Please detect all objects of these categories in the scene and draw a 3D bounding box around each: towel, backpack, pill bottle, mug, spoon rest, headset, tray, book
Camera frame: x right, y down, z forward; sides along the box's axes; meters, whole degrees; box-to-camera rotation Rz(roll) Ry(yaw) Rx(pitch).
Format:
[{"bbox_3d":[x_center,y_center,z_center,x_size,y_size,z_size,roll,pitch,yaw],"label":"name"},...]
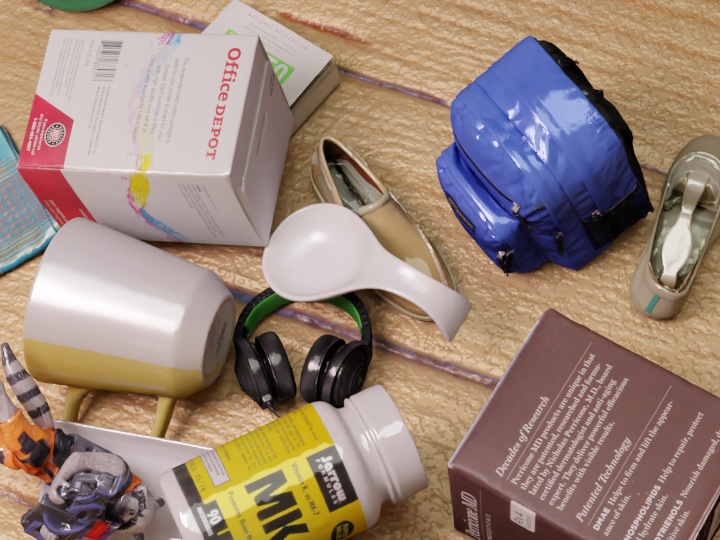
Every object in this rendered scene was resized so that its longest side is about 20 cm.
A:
[{"bbox_3d":[-0.394,-0.040,1.820,0.200,0.022,0.147,-30,65,-9],"label":"towel"},{"bbox_3d":[0.158,-0.093,1.698,0.168,0.200,0.163,-41,67,-5],"label":"backpack"},{"bbox_3d":[-0.054,0.177,1.578,0.200,0.114,0.114,-25,65,-7],"label":"pill bottle"},{"bbox_3d":[-0.195,0.057,1.701,0.153,0.187,0.150,13,40,12],"label":"mug"},{"bbox_3d":[0.000,0.000,1.696,0.200,0.061,0.099,22,72,28],"label":"spoon rest"},{"bbox_3d":[-0.053,0.099,1.710,0.123,0.094,0.200,1,49,8],"label":"headset"},{"bbox_3d":[-0.179,0.197,1.671,0.200,0.022,0.108,10,92,9],"label":"tray"},{"bbox_3d":[-0.134,-0.153,1.844,0.134,0.048,0.200,34,74,22],"label":"book"}]

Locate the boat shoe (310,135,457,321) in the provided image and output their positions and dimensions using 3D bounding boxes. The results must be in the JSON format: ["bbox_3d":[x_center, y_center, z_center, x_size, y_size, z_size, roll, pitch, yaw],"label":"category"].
[{"bbox_3d":[0.015,-0.040,1.755,0.072,0.076,0.200,-35,67,-14],"label":"boat shoe"}]

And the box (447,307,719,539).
[{"bbox_3d":[0.198,0.169,1.589,0.200,0.166,0.164,27,70,17],"label":"box"}]

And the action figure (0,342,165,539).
[{"bbox_3d":[-0.241,0.152,1.597,0.193,0.200,0.105,40,58,-15],"label":"action figure"}]

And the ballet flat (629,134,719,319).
[{"bbox_3d":[0.297,-0.049,1.742,0.069,0.069,0.200,16,66,12],"label":"ballet flat"}]

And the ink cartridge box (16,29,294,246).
[{"bbox_3d":[-0.177,-0.117,1.729,0.200,0.145,0.146,4,65,15],"label":"ink cartridge box"}]

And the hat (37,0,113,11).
[{"bbox_3d":[-0.253,-0.367,1.969,0.165,0.176,0.200,22,106,12],"label":"hat"}]
